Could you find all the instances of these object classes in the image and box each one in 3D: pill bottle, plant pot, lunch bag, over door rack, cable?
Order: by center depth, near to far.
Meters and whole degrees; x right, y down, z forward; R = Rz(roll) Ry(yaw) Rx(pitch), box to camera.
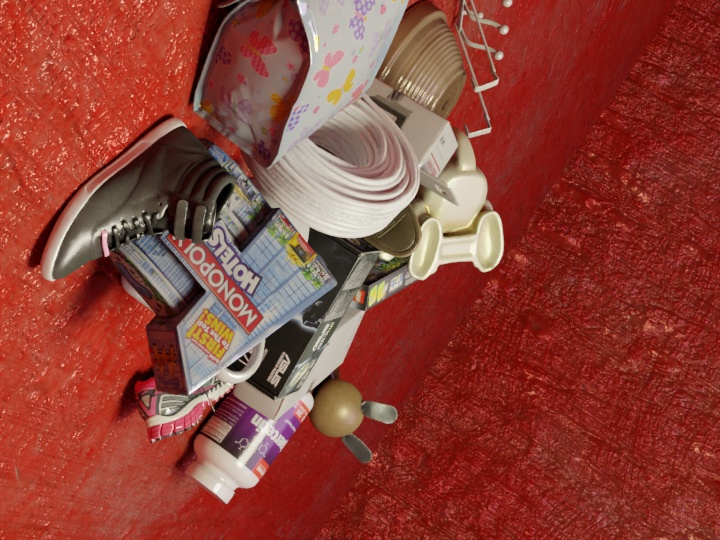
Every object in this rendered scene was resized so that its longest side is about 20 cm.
[{"bbox_3d":[-0.050,-0.223,1.220,0.170,0.127,0.200,-43,170,-40],"label":"lunch bag"},{"bbox_3d":[-0.035,-0.122,1.350,0.069,0.200,0.200,-50,179,36],"label":"cable"},{"bbox_3d":[0.073,-0.237,1.717,0.201,0.093,0.201,-53,168,-16],"label":"plant pot"},{"bbox_3d":[0.168,-0.298,1.775,0.148,0.066,0.201,86,0,-68],"label":"over door rack"},{"bbox_3d":[-0.165,0.236,1.927,0.200,0.112,0.113,-54,167,-15],"label":"pill bottle"}]

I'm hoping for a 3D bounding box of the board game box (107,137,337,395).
[{"bbox_3d":[-0.149,0.010,1.271,0.062,0.200,0.200,-1,-137,51],"label":"board game box"}]

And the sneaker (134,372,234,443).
[{"bbox_3d":[-0.212,0.136,1.614,0.080,0.075,0.200,-19,-170,16],"label":"sneaker"}]

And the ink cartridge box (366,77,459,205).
[{"bbox_3d":[0.043,-0.162,1.539,0.067,0.200,0.116,-57,168,-2],"label":"ink cartridge box"}]

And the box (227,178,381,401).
[{"bbox_3d":[-0.101,0.020,1.528,0.200,0.164,0.086,-59,168,11],"label":"box"}]

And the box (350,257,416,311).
[{"bbox_3d":[0.000,0.000,1.708,0.200,0.110,0.035,-28,131,-64],"label":"box"}]

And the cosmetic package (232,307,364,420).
[{"bbox_3d":[-0.077,0.103,1.716,0.200,0.074,0.102,-35,152,-56],"label":"cosmetic package"}]

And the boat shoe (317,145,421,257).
[{"bbox_3d":[0.001,-0.090,1.555,0.072,0.200,0.068,-44,164,2],"label":"boat shoe"}]

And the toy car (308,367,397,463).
[{"bbox_3d":[-0.040,0.212,2.137,0.165,0.200,0.158,-61,167,19],"label":"toy car"}]

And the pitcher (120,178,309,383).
[{"bbox_3d":[-0.128,0.007,1.390,0.121,0.172,0.200,-23,-165,46],"label":"pitcher"}]

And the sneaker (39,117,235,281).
[{"bbox_3d":[-0.190,-0.046,1.178,0.200,0.099,0.071,-48,167,-29],"label":"sneaker"}]

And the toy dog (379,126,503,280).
[{"bbox_3d":[0.067,-0.096,1.679,0.139,0.200,0.195,-16,117,-26],"label":"toy dog"}]
